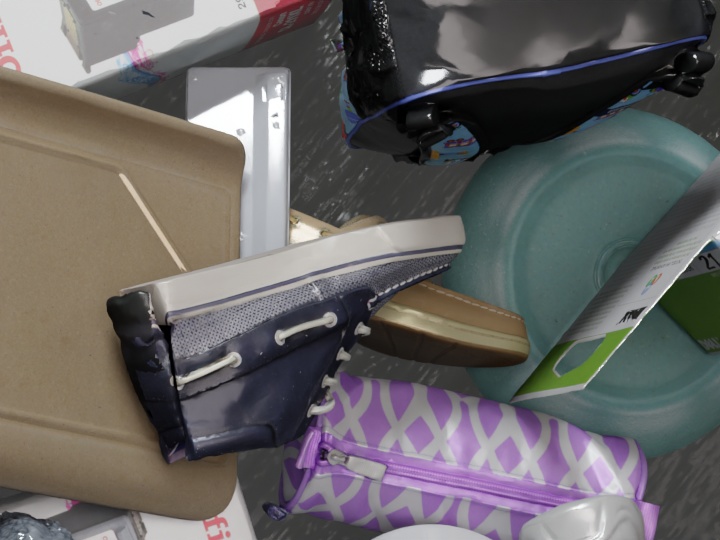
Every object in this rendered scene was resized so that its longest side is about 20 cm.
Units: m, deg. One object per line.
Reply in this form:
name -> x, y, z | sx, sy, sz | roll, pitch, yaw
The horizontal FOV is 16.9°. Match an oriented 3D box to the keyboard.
keyboard -> -0.065, -0.013, 1.261 | 0.056, 0.011, 0.201 | -2, 71, 6

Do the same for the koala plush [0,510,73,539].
koala plush -> -0.135, 0.226, 1.090 | 0.184, 0.200, 0.178 | 39, 80, -7

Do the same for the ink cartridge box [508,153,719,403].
ink cartridge box -> 0.182, 0.015, 1.256 | 0.076, 0.148, 0.200 | 43, 78, -5

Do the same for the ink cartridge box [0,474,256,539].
ink cartridge box -> -0.146, 0.182, 1.238 | 0.199, 0.086, 0.148 | -17, 87, -12

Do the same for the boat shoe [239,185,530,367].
boat shoe -> 0.000, 0.000, 1.291 | 0.199, 0.071, 0.065 | 18, 75, -4

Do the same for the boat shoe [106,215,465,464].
boat shoe -> -0.028, 0.034, 1.204 | 0.199, 0.075, 0.093 | -15, 92, -28

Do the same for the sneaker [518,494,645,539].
sneaker -> 0.136, 0.195, 1.246 | 0.078, 0.200, 0.100 | -20, 58, 15

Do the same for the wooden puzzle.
wooden puzzle -> -0.140, 0.013, 1.188 | 0.184, 0.037, 0.201 | 15, 70, -35

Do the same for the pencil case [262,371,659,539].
pencil case -> 0.053, 0.107, 1.287 | 0.199, 0.085, 0.084 | 11, 84, -11

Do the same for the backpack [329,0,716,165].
backpack -> 0.070, -0.128, 1.258 | 0.182, 0.200, 0.135 | -12, 86, -12

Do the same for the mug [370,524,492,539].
mug -> 0.029, 0.221, 1.224 | 0.149, 0.153, 0.187 | 21, 119, -14

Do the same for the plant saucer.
plant saucer -> 0.145, 0.005, 1.343 | 0.199, 0.036, 0.201 | 1, 84, -11

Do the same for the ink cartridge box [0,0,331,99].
ink cartridge box -> -0.134, -0.170, 1.281 | 0.199, 0.083, 0.146 | -23, 89, -13
